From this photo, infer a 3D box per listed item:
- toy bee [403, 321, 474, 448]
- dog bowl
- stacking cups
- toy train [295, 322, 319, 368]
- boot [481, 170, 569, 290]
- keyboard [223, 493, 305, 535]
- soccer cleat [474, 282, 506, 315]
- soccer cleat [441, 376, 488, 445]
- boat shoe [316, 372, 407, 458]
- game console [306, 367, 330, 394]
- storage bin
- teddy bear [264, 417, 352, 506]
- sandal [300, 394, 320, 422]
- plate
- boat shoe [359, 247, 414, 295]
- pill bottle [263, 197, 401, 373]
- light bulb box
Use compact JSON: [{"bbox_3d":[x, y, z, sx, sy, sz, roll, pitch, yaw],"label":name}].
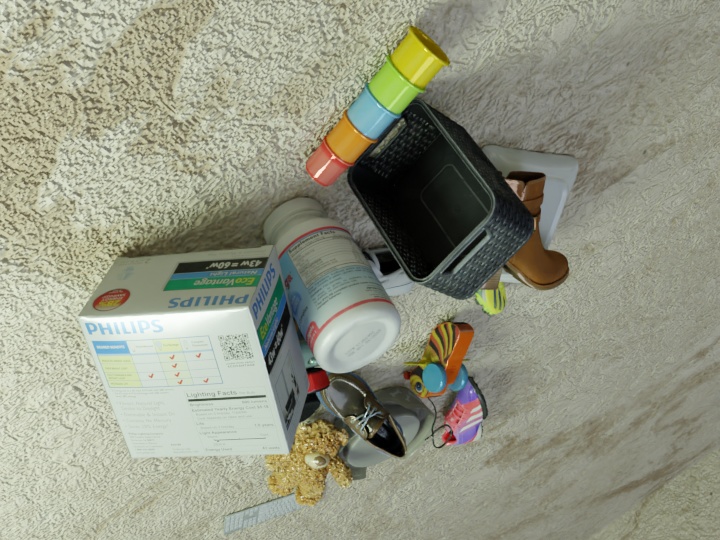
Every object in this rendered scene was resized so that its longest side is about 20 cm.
[{"bbox_3d":[0.113,0.168,1.511,0.130,0.108,0.202,29,89,-44],"label":"toy bee"},{"bbox_3d":[0.032,0.280,1.603,0.198,0.059,0.201,-21,145,-16],"label":"dog bowl"},{"bbox_3d":[0.011,-0.176,1.024,0.200,0.061,0.060,-46,144,21],"label":"stacking cups"},{"bbox_3d":[-0.110,0.085,1.199,0.198,0.115,0.086,-5,138,-34],"label":"toy train"},{"bbox_3d":[0.224,-0.056,1.232,0.198,0.073,0.157,-5,114,-39],"label":"boot"},{"bbox_3d":[-0.157,0.435,1.687,0.198,0.011,0.057,-13,141,-27],"label":"keyboard"},{"bbox_3d":[0.193,0.007,1.388,0.083,0.065,0.200,-39,145,6],"label":"soccer cleat"},{"bbox_3d":[0.189,0.267,1.708,0.072,0.069,0.201,-19,146,-11],"label":"soccer cleat"},{"bbox_3d":[0.011,0.226,1.455,0.072,0.072,0.200,-49,120,-3],"label":"boat shoe"},{"bbox_3d":[-0.152,0.166,1.247,0.197,0.032,0.177,-11,178,-21],"label":"game console"},{"bbox_3d":[0.090,-0.082,1.072,0.135,0.201,0.093,-46,143,20],"label":"storage bin"},{"bbox_3d":[-0.089,0.329,1.525,0.145,0.067,0.200,40,129,-11],"label":"teddy bear"},{"bbox_3d":[-0.135,0.205,1.398,0.075,0.048,0.200,-44,157,15],"label":"sandal"},{"bbox_3d":[0.216,-0.068,1.289,0.198,0.032,0.202,1,114,-38],"label":"plate"},{"bbox_3d":[0.000,0.000,1.231,0.198,0.074,0.066,-15,139,-40],"label":"boat shoe"},{"bbox_3d":[-0.041,0.012,1.086,0.108,0.201,0.109,-20,144,-16],"label":"pill bottle"},{"bbox_3d":[-0.177,0.092,1.028,0.195,0.125,0.202,-4,122,11],"label":"light bulb box"}]
